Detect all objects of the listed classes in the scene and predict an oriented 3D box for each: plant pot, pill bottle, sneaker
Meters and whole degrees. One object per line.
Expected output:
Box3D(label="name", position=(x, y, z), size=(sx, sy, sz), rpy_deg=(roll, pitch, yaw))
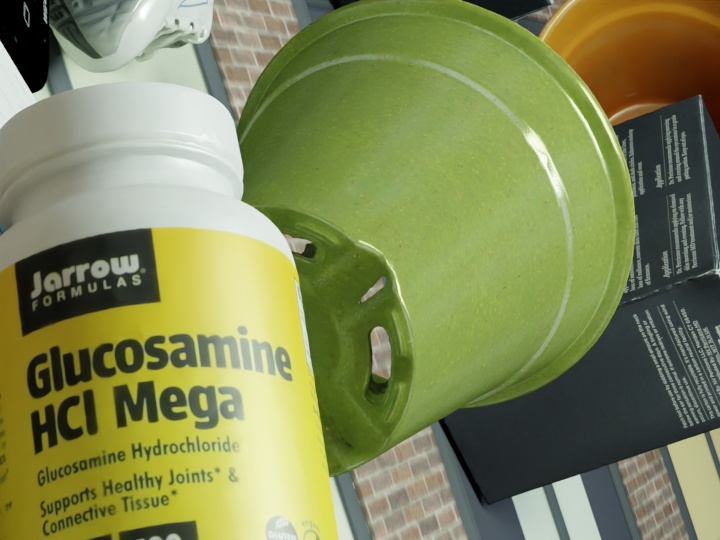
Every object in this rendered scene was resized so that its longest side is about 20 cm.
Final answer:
Box3D(label="plant pot", position=(0.000, 0.000, 1.305), size=(0.201, 0.199, 0.190), rpy_deg=(68, 26, -11))
Box3D(label="pill bottle", position=(-0.070, 0.045, 0.982), size=(0.112, 0.112, 0.201), rpy_deg=(43, 34, -61))
Box3D(label="sneaker", position=(-0.091, -0.129, 1.315), size=(0.200, 0.074, 0.088), rpy_deg=(-77, 150, -63))
Box3D(label="plant pot", position=(0.220, -0.099, 2.227), size=(0.183, 0.199, 0.201), rpy_deg=(79, -3, -72))

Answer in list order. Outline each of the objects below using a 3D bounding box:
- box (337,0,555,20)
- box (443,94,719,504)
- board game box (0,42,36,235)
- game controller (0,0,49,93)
Box3D(label="box", position=(0.018, -0.268, 1.781), size=(0.200, 0.123, 0.197), rpy_deg=(56, 22, -44))
Box3D(label="box", position=(0.137, 0.015, 1.750), size=(0.200, 0.181, 0.104), rpy_deg=(-84, 152, -57))
Box3D(label="board game box", position=(-0.121, 0.008, 1.099), size=(0.127, 0.034, 0.201), rpy_deg=(-87, 154, -54))
Box3D(label="game controller", position=(-0.148, -0.165, 1.203), size=(0.104, 0.042, 0.201), rpy_deg=(56, 21, -45))
